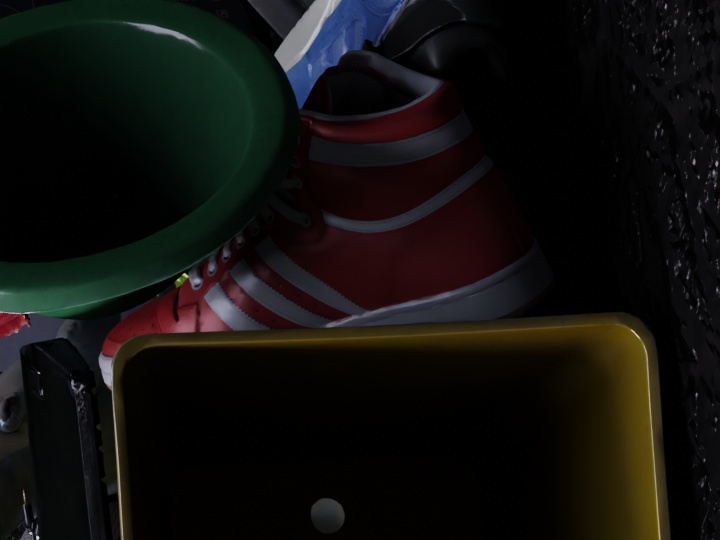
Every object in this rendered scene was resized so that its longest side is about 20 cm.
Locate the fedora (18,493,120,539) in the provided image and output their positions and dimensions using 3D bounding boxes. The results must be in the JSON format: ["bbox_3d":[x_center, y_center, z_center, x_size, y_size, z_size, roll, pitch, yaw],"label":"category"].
[{"bbox_3d":[-0.099,0.147,1.262,0.200,0.176,0.090,-55,-17,-54],"label":"fedora"}]

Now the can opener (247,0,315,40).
[{"bbox_3d":[-0.039,-0.166,1.372,0.200,0.067,0.053,49,139,37],"label":"can opener"}]

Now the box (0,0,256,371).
[{"bbox_3d":[-0.144,-0.049,1.437,0.124,0.199,0.197,107,152,-44],"label":"box"}]

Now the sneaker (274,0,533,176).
[{"bbox_3d":[0.013,-0.061,1.203,0.200,0.077,0.111,122,149,-46],"label":"sneaker"}]

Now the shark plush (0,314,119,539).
[{"bbox_3d":[-0.126,0.083,1.188,0.091,0.083,0.200,-38,7,24],"label":"shark plush"}]

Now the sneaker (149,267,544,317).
[{"bbox_3d":[0.000,0.000,1.226,0.200,0.076,0.076,5,114,42],"label":"sneaker"}]

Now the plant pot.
[{"bbox_3d":[0.002,0.131,1.119,0.176,0.199,0.201,134,133,-77],"label":"plant pot"}]

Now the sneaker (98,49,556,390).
[{"bbox_3d":[-0.031,-0.018,1.135,0.200,0.071,0.113,-14,109,28],"label":"sneaker"}]

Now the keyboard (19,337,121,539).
[{"bbox_3d":[-0.095,0.119,1.100,0.104,0.040,0.201,-150,54,-64],"label":"keyboard"}]

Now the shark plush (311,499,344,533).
[{"bbox_3d":[-0.002,0.098,1.330,0.200,0.091,0.083,90,-172,-53],"label":"shark plush"}]

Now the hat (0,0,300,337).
[{"bbox_3d":[-0.097,0.008,1.128,0.200,0.165,0.176,48,159,45],"label":"hat"}]
